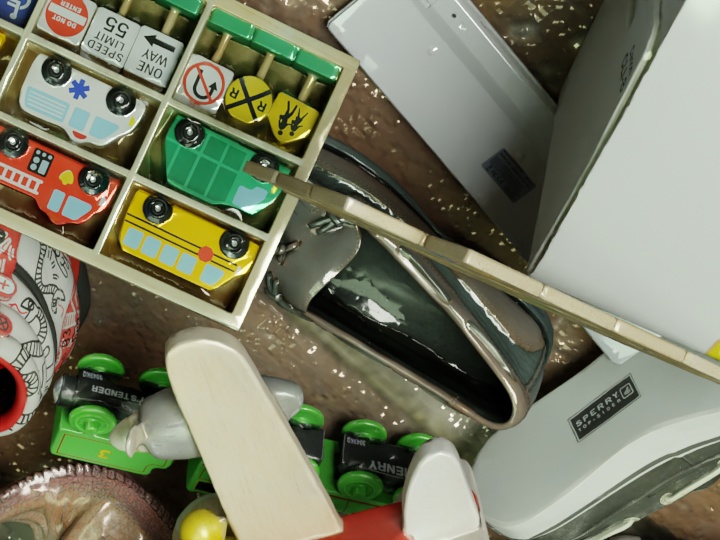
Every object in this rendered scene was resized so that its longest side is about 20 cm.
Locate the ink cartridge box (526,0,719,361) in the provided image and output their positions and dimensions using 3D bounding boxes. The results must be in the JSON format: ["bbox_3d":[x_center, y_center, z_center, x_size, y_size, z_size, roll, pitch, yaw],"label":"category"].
[{"bbox_3d":[0.183,-0.049,0.731,0.198,0.146,0.145,24,126,-5],"label":"ink cartridge box"}]

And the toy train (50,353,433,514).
[{"bbox_3d":[-0.052,0.086,0.916,0.198,0.042,0.057,15,141,-14],"label":"toy train"}]

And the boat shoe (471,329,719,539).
[{"bbox_3d":[0.142,0.063,0.869,0.199,0.071,0.064,-33,137,23],"label":"boat shoe"}]

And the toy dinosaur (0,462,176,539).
[{"bbox_3d":[-0.111,0.138,0.939,0.135,0.086,0.200,-29,126,25],"label":"toy dinosaur"}]

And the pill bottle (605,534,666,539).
[{"bbox_3d":[0.159,0.187,0.915,0.198,0.112,0.112,8,125,6],"label":"pill bottle"}]

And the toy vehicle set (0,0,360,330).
[{"bbox_3d":[-0.115,-0.072,0.803,0.198,0.027,0.125,24,86,-6],"label":"toy vehicle set"}]

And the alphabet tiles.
[{"bbox_3d":[0.056,0.004,0.750,0.199,0.166,0.006,24,91,-26],"label":"alphabet tiles"}]

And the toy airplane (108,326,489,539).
[{"bbox_3d":[-0.035,0.133,0.853,0.198,0.141,0.202,16,101,-30],"label":"toy airplane"}]

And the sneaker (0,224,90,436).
[{"bbox_3d":[-0.172,-0.026,0.840,0.066,0.108,0.203,-4,123,13],"label":"sneaker"}]

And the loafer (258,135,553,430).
[{"bbox_3d":[0.000,0.000,0.850,0.199,0.063,0.072,31,122,-10],"label":"loafer"}]

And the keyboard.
[{"bbox_3d":[0.069,-0.046,0.825,0.056,0.011,0.200,-34,104,30],"label":"keyboard"}]
